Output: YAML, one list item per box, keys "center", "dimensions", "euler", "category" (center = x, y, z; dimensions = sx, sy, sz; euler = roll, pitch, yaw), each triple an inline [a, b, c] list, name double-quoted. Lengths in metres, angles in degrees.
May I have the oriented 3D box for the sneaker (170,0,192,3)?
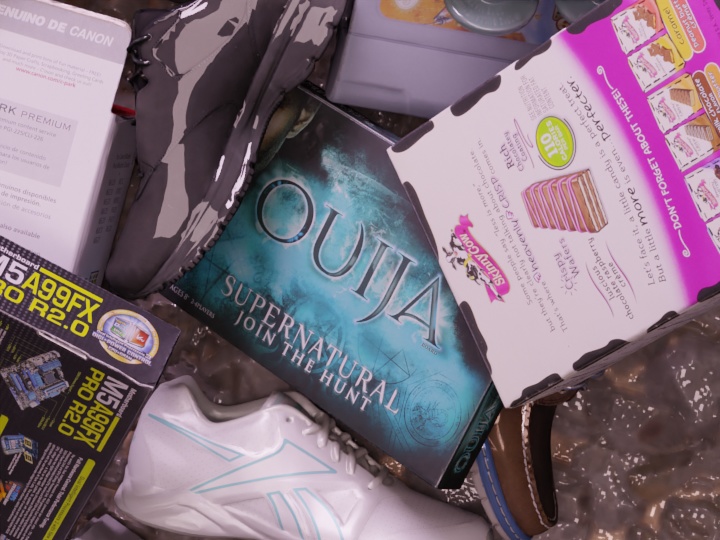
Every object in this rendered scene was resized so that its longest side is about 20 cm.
- center: [-0.050, -0.231, 1.301]
  dimensions: [0.083, 0.121, 0.200]
  euler: [32, 138, -13]
  category: "sneaker"

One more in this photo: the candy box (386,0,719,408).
- center: [0.120, -0.042, 1.150]
  dimensions: [0.199, 0.061, 0.137]
  euler: [-31, 78, 38]
  category: "candy box"

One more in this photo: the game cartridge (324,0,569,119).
- center: [0.067, -0.166, 1.272]
  dimensions: [0.132, 0.042, 0.201]
  euler: [10, 114, -9]
  category: "game cartridge"

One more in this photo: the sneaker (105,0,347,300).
- center: [-0.083, -0.082, 1.275]
  dimensions: [0.090, 0.076, 0.201]
  euler: [27, 92, -12]
  category: "sneaker"

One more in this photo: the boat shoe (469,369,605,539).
- center: [0.086, 0.036, 1.303]
  dimensions: [0.072, 0.072, 0.202]
  euler: [-7, 93, 16]
  category: "boat shoe"

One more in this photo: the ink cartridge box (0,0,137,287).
- center: [-0.220, -0.067, 1.333]
  dimensions: [0.198, 0.084, 0.177]
  euler: [17, 95, 5]
  category: "ink cartridge box"

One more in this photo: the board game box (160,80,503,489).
- center: [0.000, 0.000, 1.295]
  dimensions: [0.199, 0.028, 0.136]
  euler: [33, 103, 29]
  category: "board game box"

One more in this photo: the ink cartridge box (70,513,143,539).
- center: [-0.103, 0.246, 1.342]
  dimensions: [0.199, 0.084, 0.145]
  euler: [36, 98, 4]
  category: "ink cartridge box"

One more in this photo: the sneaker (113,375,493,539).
- center: [-0.026, 0.108, 1.330]
  dimensions: [0.199, 0.070, 0.081]
  euler: [13, 93, 7]
  category: "sneaker"

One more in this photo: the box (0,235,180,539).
- center: [-0.198, 0.064, 1.293]
  dimensions: [0.159, 0.044, 0.200]
  euler: [27, 135, -6]
  category: "box"

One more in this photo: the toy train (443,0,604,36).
- center: [0.113, -0.171, 1.188]
  dimensions: [0.198, 0.085, 0.115]
  euler: [2, 59, -5]
  category: "toy train"
